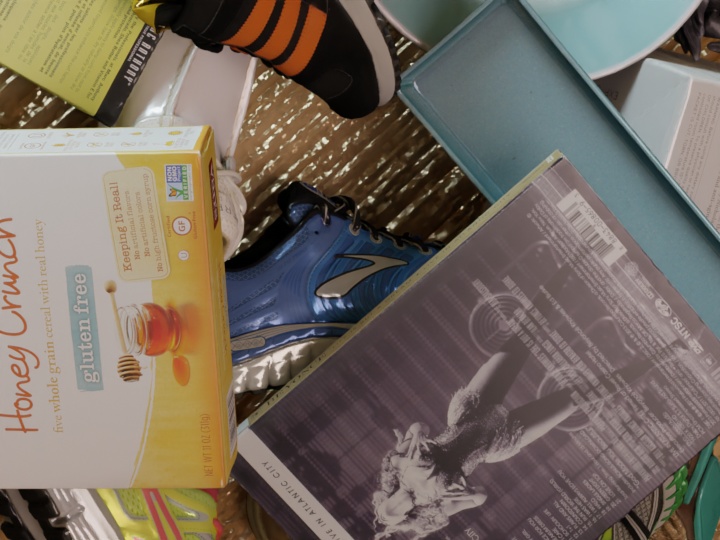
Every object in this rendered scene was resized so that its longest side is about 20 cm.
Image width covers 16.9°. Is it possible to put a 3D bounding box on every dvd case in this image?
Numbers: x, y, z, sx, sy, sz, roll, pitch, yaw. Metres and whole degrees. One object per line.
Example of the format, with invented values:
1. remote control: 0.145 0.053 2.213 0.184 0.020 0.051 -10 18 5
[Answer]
1. dvd case: 0.057 0.066 1.061 0.200 0.016 0.149 -41 108 4

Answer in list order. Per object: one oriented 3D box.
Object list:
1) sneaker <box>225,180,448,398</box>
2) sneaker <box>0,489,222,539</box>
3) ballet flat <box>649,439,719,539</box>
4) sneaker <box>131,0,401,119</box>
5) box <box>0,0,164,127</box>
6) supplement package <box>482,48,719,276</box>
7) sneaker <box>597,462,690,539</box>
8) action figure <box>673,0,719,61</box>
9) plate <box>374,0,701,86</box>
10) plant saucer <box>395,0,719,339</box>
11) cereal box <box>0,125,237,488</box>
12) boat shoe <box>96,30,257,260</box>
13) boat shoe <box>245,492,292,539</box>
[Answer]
1. sneaker: 0.000 0.000 1.088 0.199 0.079 0.090 -11 93 -14
2. sneaker: -0.087 0.135 1.079 0.090 0.078 0.201 -36 108 -34
3. ballet flat: 0.148 0.090 1.201 0.200 0.065 0.071 84 27 -58
4. sneaker: -0.048 -0.118 0.990 0.090 0.070 0.200 -29 148 -1
5. box: -0.166 -0.135 0.961 0.200 0.050 0.076 28 91 -38
6. supplement package: 0.179 -0.036 1.183 0.199 0.121 0.120 9 102 -35
7. sneaker: 0.099 0.127 1.145 0.085 0.078 0.201 -37 145 -37
8. action figure: 0.217 -0.148 1.174 0.199 0.102 0.120 18 63 -40
9. plate: 0.076 -0.183 1.089 0.199 0.026 0.201 0 92 -15
10. plant saucer: 0.103 -0.030 1.071 0.070 0.019 0.200 -40 97 8
11. cereal box: -0.153 0.017 0.964 0.199 0.040 0.145 -2 111 6
12. boat shoe: -0.078 -0.026 1.030 0.071 0.069 0.201 27 81 -53
13. boat shoe: 0.033 0.071 1.160 0.200 0.063 0.073 -38 124 -17
